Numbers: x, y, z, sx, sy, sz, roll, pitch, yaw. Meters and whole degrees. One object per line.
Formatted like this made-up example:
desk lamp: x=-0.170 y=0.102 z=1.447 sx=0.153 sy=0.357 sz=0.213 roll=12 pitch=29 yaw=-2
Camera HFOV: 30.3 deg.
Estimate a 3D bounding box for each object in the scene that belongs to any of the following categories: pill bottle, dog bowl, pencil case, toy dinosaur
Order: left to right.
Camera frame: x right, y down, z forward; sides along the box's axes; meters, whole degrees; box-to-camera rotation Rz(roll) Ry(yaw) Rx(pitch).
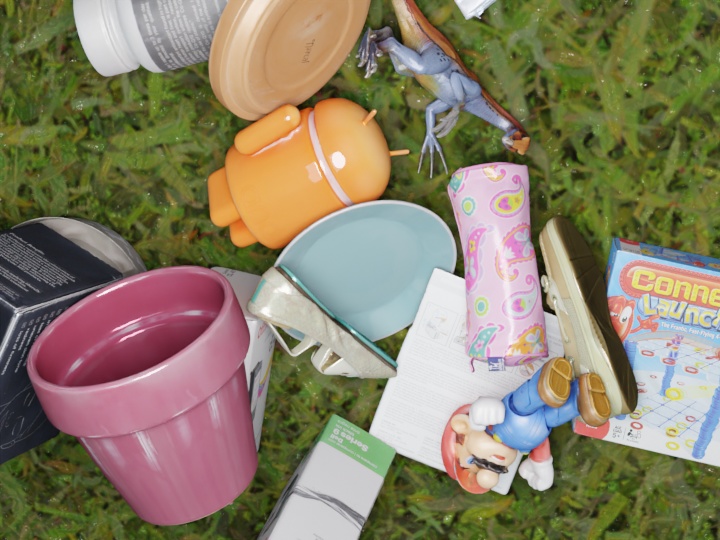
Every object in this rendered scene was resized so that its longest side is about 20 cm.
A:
dog bowl: x=-0.311 y=0.036 z=1.419 sx=0.197 sy=0.059 sz=0.203 roll=2 pitch=105 yaw=9
pill bottle: x=-0.169 y=-0.258 z=1.291 sx=0.198 sy=0.113 sz=0.114 roll=-13 pitch=103 yaw=10
toy dinosaur: x=0.091 y=-0.187 z=1.290 sx=0.179 sy=0.105 sz=0.202 roll=13 pitch=96 yaw=-14
pencil case: x=0.134 y=-0.004 z=1.301 sx=0.086 sy=0.087 sz=0.203 roll=-6 pitch=86 yaw=10

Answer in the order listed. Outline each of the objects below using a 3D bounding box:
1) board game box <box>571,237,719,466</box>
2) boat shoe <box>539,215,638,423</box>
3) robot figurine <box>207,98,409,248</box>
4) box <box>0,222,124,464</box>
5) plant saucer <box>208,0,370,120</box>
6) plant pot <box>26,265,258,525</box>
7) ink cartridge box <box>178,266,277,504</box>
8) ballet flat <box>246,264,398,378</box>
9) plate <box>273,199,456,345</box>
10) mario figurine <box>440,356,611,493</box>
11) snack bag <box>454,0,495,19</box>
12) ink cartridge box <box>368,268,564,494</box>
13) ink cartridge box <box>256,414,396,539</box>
board game box: x=0.330 y=0.086 z=1.340 sx=0.198 sy=0.056 sz=0.198 roll=12 pitch=106 yaw=5
boat shoe: x=0.209 y=0.049 z=1.293 sx=0.063 sy=0.073 sz=0.203 roll=-19 pitch=95 yaw=30
robot figurine: x=-0.054 y=-0.096 z=1.316 sx=0.198 sy=0.117 sz=0.145 roll=-24 pitch=101 yaw=17
box: x=-0.356 y=0.077 z=1.294 sx=0.123 sy=0.196 sz=0.201 roll=31 pitch=107 yaw=14
plant saucer: x=-0.057 y=-0.225 z=1.243 sx=0.032 sy=0.200 sz=0.201 roll=41 pitch=108 yaw=23
plant pot: x=-0.181 y=0.122 z=1.212 sx=0.198 sy=0.201 sz=0.181 roll=-12 pitch=117 yaw=11
ink cartridge box: x=-0.143 y=0.115 z=1.369 sx=0.085 sy=0.148 sz=0.202 roll=12 pitch=107 yaw=5
ballet flat: x=-0.041 y=0.066 z=1.316 sx=0.063 sy=0.067 sz=0.200 roll=-50 pitch=126 yaw=-3
plate: x=0.000 y=0.000 z=1.336 sx=0.198 sy=0.026 sz=0.201 roll=-12 pitch=138 yaw=-11
mario figurine: x=0.151 y=0.168 z=1.289 sx=0.124 sy=0.106 sz=0.200 roll=51 pitch=136 yaw=2
snack bag: x=0.123 y=-0.373 z=1.267 sx=0.188 sy=0.021 sz=0.201 roll=-35 pitch=97 yaw=16
ink cartridge box: x=0.115 y=0.114 z=1.387 sx=0.161 sy=0.057 sz=0.202 roll=21 pitch=100 yaw=2
ink cartridge box: x=-0.053 y=0.268 z=1.350 sx=0.084 sy=0.200 sz=0.147 roll=31 pitch=128 yaw=-1
